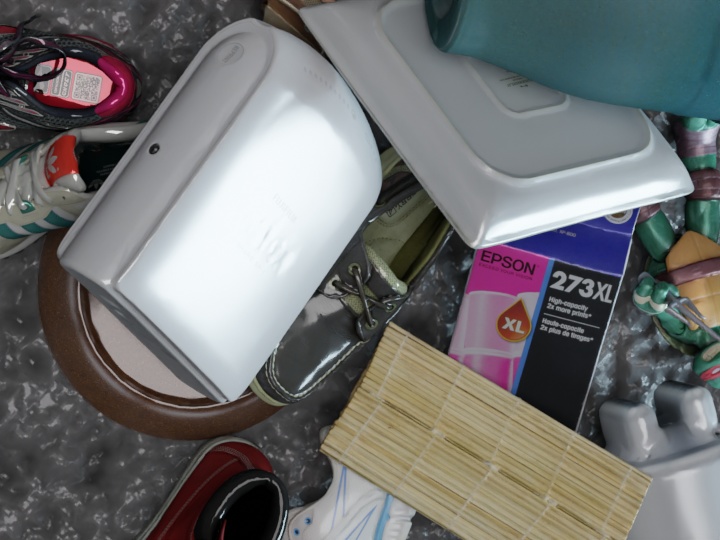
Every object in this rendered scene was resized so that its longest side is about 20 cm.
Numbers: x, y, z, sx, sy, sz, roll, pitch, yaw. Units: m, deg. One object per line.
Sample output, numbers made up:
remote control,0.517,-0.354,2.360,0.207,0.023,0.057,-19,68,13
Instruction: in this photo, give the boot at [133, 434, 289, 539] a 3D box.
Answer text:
boot,-0.112,0.204,1.617,0.072,0.144,0.201,29,92,-13

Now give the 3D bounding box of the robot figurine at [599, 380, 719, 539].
robot figurine,0.214,0.175,1.687,0.169,0.113,0.201,-15,96,-10

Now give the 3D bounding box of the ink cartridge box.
ink cartridge box,0.110,0.030,1.650,0.094,0.037,0.201,15,117,3

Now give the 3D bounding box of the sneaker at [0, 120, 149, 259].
sneaker,-0.195,-0.058,1.594,0.199,0.093,0.071,-10,72,3

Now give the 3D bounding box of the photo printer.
photo printer,-0.074,-0.041,1.561,0.200,0.069,0.166,-55,141,-12

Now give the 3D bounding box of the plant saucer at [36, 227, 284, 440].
plant saucer,-0.107,0.011,1.663,0.199,0.034,0.202,0,93,-9

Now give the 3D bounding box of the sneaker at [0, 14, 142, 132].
sneaker,-0.234,-0.126,1.612,0.199,0.075,0.081,1,93,-9

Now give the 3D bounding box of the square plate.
square plate,0.089,-0.110,1.596,0.199,0.028,0.198,-14,59,-40

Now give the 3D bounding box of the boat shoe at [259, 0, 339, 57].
boat shoe,-0.029,-0.178,1.654,0.072,0.076,0.200,-26,109,26

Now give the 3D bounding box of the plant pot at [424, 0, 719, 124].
plant pot,0.139,-0.191,1.554,0.187,0.200,0.201,2,93,-10

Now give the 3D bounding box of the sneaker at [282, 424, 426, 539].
sneaker,-0.018,0.194,1.677,0.086,0.075,0.201,13,83,-4

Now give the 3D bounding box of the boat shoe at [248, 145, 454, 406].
boat shoe,0.001,0.000,1.640,0.072,0.066,0.201,47,69,-27

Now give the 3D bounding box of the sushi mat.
sushi mat,0.079,0.123,1.639,0.199,0.012,0.096,31,86,10

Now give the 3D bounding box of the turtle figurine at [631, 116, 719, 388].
turtle figurine,0.222,0.002,1.684,0.149,0.101,0.201,-14,80,-34
